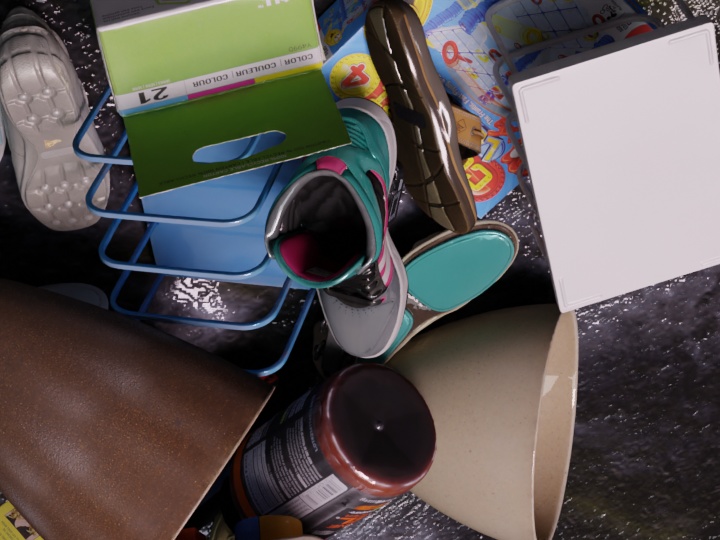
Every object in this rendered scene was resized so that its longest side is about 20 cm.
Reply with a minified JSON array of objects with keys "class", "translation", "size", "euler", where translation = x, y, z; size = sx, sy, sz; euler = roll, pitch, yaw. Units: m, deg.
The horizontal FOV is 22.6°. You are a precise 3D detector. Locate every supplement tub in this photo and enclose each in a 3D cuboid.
[{"class":"supplement tub","translation":[-0.034,0.154,1.420],"size":[0.107,0.107,0.200],"euler":[19,146,-26]}]

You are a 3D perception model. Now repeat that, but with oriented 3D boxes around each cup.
[{"class":"cup","translation":[0.092,0.119,1.470],"size":[0.142,0.201,0.201],"euler":[7,129,15]}]

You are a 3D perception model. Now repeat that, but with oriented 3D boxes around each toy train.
[{"class":"toy train","translation":[0.000,0.000,1.361],"size":[0.034,0.046,0.201],"euler":[25,126,15]}]

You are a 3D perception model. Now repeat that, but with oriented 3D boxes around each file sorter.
[{"class":"file sorter","translation":[-0.114,-0.037,1.288],"size":[0.138,0.123,0.201],"euler":[6,131,16]},{"class":"file sorter","translation":[0.175,-0.100,1.281],"size":[0.138,0.125,0.201],"euler":[-18,128,-1]}]

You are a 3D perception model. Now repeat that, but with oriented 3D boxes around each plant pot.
[{"class":"plant pot","translation":[-0.193,0.101,1.242],"size":[0.200,0.187,0.187],"euler":[35,114,-2]}]

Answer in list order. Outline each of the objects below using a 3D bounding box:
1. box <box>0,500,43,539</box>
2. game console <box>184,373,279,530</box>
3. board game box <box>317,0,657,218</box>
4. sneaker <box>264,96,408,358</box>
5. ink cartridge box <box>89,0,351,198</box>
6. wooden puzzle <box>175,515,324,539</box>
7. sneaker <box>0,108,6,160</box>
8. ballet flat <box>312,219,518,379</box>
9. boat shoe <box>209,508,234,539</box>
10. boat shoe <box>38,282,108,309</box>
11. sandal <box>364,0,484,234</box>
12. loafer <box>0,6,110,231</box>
[{"class":"box","translation":[-0.207,0.170,1.419],"size":[0.200,0.050,0.075],"euler":[-37,164,-29]},{"class":"game console","translation":[-0.148,0.181,1.446],"size":[0.177,0.031,0.200],"euler":[-31,157,-41]},{"class":"board game box","translation":[0.090,-0.166,1.324],"size":[0.196,0.056,0.200],"euler":[-43,125,16]},{"class":"sneaker","translation":[-0.013,-0.006,1.256],"size":[0.083,0.121,0.201],"euler":[6,119,18]},{"class":"ink cartridge box","translation":[-0.097,-0.147,1.194],"size":[0.147,0.200,0.076],"euler":[-14,128,-5]},{"class":"wooden puzzle","translation":[-0.095,0.233,1.402],"size":[0.199,0.047,0.185],"euler":[-6,155,12]},{"class":"sneaker","translation":[-0.288,-0.042,1.263],"size":[0.079,0.131,0.201],"euler":[2,124,-16]},{"class":"ballet flat","translation":[0.039,0.014,1.435],"size":[0.200,0.070,0.069],"euler":[-37,127,17]},{"class":"boat shoe","translation":[-0.065,0.203,1.548],"size":[0.073,0.063,0.200],"euler":[21,118,-28]},{"class":"boat shoe","translation":[-0.290,0.056,1.376],"size":[0.199,0.074,0.061],"euler":[-9,123,-19]},{"class":"sandal","translation":[0.054,-0.111,1.285],"size":[0.054,0.082,0.201],"euler":[-31,124,-19]},{"class":"loafer","translation":[-0.219,-0.103,1.280],"size":[0.070,0.070,0.200],"euler":[-8,145,-6]}]
